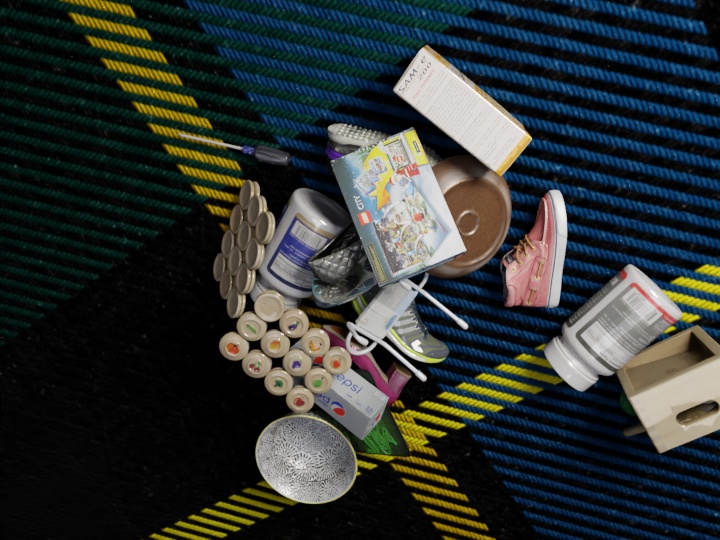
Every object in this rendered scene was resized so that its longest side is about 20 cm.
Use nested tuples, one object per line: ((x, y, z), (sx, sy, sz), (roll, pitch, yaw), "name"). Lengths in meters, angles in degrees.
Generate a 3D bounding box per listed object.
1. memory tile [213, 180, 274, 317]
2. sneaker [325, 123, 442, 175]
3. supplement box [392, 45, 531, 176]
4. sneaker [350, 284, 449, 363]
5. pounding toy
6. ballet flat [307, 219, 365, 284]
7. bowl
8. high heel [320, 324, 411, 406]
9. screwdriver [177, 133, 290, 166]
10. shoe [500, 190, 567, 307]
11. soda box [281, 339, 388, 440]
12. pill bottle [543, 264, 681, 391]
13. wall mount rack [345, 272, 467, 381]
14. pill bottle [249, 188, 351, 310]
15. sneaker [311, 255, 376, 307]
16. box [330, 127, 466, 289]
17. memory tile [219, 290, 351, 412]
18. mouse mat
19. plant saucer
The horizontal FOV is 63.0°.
((-0.200, -0.037, 0.996), (0.017, 0.154, 0.202), (7, 121, -35), "memory tile")
((0.036, -0.165, 0.953), (0.197, 0.070, 0.101), (17, 120, 5), "sneaker")
((0.150, -0.240, 0.868), (0.199, 0.126, 0.074), (37, 113, -7), "supplement box")
((0.081, 0.088, 1.037), (0.199, 0.074, 0.081), (36, 109, -7), "sneaker")
((0.512, 0.213, 0.969), (0.199, 0.184, 0.143), (-31, 92, 18), "pounding toy")
((-0.001, -0.065, 0.900), (0.201, 0.066, 0.057), (-52, 131, -4), "ballet flat")
((-0.097, 0.343, 1.149), (0.198, 0.094, 0.204), (3, 111, 7), "bowl")
((-0.007, 0.182, 1.089), (0.199, 0.067, 0.096), (32, 103, -18), "high heel")
((-0.215, -0.207, 0.988), (0.197, 0.029, 0.028), (12, 112, -1), "screwdriver")
((0.279, -0.030, 0.957), (0.090, 0.072, 0.203), (-3, 115, 4), "shoe")
((-0.050, 0.209, 1.060), (0.199, 0.063, 0.069), (33, 132, 20), "soda box")
((0.407, 0.098, 0.964), (0.114, 0.114, 0.200), (39, 112, -7), "pill bottle")
((0.076, 0.089, 0.978), (0.173, 0.075, 0.201), (32, 100, -36), "wall mount rack")
((-0.106, -0.025, 0.996), (0.119, 0.120, 0.201), (32, 113, -4), "pill bottle")
((0.000, 0.000, 0.990), (0.198, 0.086, 0.078), (-24, 73, -23), "sneaker")
((0.053, -0.091, 0.864), (0.135, 0.038, 0.202), (-22, 80, 1), "box")
((-0.125, 0.140, 0.985), (0.200, 0.017, 0.153), (41, 106, -13), "memory tile")
((0.000, 0.272, 1.115), (0.160, 0.008, 0.202), (-11, 112, 43), "mouse mat")
((0.163, -0.078, 0.930), (0.198, 0.037, 0.203), (-8, 112, -19), "plant saucer")
